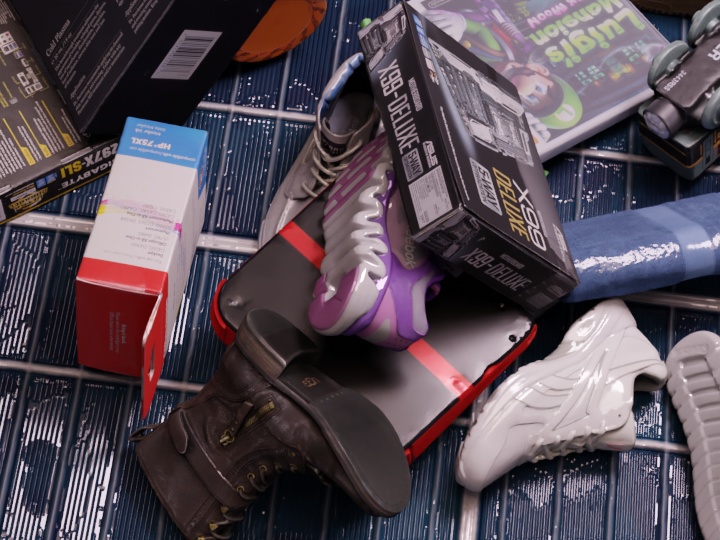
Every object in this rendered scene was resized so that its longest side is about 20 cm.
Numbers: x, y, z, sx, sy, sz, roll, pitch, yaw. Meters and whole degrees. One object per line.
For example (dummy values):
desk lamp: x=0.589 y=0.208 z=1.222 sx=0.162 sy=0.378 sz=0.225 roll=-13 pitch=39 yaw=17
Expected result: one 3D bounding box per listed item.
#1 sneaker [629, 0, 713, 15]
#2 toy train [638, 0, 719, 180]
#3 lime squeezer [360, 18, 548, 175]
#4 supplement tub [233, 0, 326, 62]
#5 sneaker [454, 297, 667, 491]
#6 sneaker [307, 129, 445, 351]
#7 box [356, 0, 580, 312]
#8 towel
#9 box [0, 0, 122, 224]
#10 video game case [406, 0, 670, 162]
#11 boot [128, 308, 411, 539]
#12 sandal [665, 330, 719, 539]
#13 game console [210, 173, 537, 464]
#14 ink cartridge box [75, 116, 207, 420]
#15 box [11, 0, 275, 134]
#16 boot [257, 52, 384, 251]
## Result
sneaker: x=0.335 y=-0.275 z=1.686 sx=0.199 sy=0.071 sz=0.113 roll=8 pitch=66 yaw=3
toy train: x=0.306 y=-0.165 z=1.596 sx=0.085 sy=0.114 sz=0.200 roll=39 pitch=72 yaw=26
lime squeezer: x=0.063 y=-0.128 z=1.586 sx=0.200 sy=0.038 sz=0.071 roll=41 pitch=61 yaw=4
supplement tub: x=-0.112 y=-0.281 z=1.635 sx=0.122 sy=0.123 sz=0.200 roll=-22 pitch=65 yaw=-14
sneaker: x=0.159 y=0.109 z=1.475 sx=0.200 sy=0.078 sz=0.099 roll=-40 pitch=74 yaw=-20
sneaker: x=0.022 y=-0.019 z=1.435 sx=0.088 sy=0.080 sz=0.201 roll=29 pitch=47 yaw=-21
box: x=0.080 y=-0.084 z=1.456 sx=0.050 sy=0.158 sz=0.200 roll=-32 pitch=51 yaw=25
towel: x=0.236 y=-0.017 z=1.530 sx=0.199 sy=0.112 sz=0.049 roll=-11 pitch=106 yaw=-12
box: x=-0.305 y=-0.141 z=1.593 sx=0.159 sy=0.049 sz=0.200 roll=-28 pitch=68 yaw=-14
video game case: x=0.153 y=-0.188 z=1.637 sx=0.200 sy=0.023 sz=0.182 roll=-28 pitch=67 yaw=-29
boot: x=-0.068 y=0.144 z=1.408 sx=0.200 sy=0.174 sz=0.069 roll=50 pitch=29 yaw=23
sandal: x=0.290 y=0.138 z=1.477 sx=0.050 sy=0.082 sz=0.203 roll=19 pitch=51 yaw=-43
game console: x=0.006 y=0.037 z=1.462 sx=0.200 sy=0.031 sz=0.177 roll=42 pitch=68 yaw=15
ink cartridge box: x=-0.169 y=-0.002 z=1.475 sx=0.067 sy=0.116 sz=0.200 roll=11 pitch=53 yaw=2
box: x=-0.173 y=-0.239 z=1.538 sx=0.104 sy=0.200 sz=0.182 roll=-3 pitch=54 yaw=-46
boot: x=-0.030 y=-0.081 z=1.550 sx=0.073 sy=0.096 sz=0.200 roll=17 pitch=63 yaw=6
